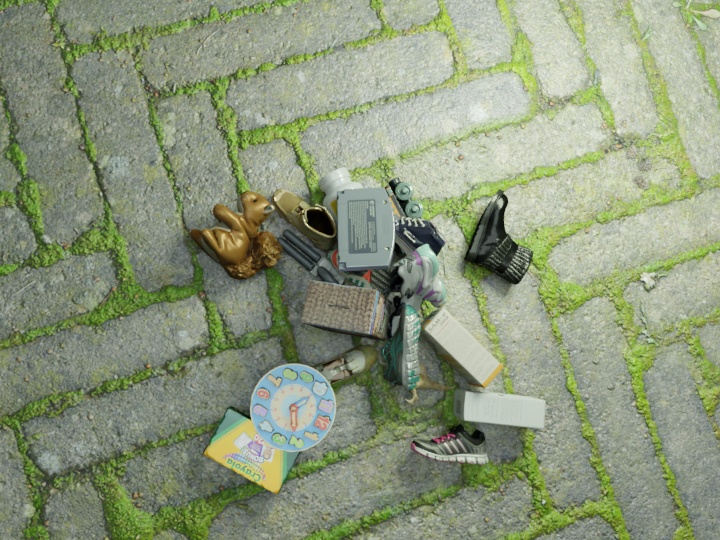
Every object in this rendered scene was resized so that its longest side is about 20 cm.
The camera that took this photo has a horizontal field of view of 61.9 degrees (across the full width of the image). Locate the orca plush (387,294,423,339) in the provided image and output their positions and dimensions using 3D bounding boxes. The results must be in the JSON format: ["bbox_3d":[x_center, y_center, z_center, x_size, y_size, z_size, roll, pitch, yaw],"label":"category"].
[{"bbox_3d":[0.106,0.072,1.486,0.071,0.105,0.201,27,102,35],"label":"orca plush"}]

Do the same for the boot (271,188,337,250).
[{"bbox_3d":[-0.135,-0.137,1.443,0.073,0.155,0.200,-44,89,-9],"label":"boot"}]

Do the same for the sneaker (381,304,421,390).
[{"bbox_3d":[0.090,0.180,1.422,0.091,0.077,0.201,4,91,28],"label":"sneaker"}]

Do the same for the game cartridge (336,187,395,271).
[{"bbox_3d":[0.012,-0.095,1.375,0.132,0.042,0.201,0,68,-2],"label":"game cartridge"}]

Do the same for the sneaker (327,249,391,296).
[{"bbox_3d":[0.000,0.000,1.467,0.200,0.093,0.071,34,79,-43],"label":"sneaker"}]

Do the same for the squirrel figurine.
[{"bbox_3d":[-0.276,-0.087,1.451,0.187,0.141,0.200,-45,103,-20],"label":"squirrel figurine"}]

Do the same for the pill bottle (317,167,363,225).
[{"bbox_3d":[-0.024,-0.146,1.478,0.112,0.112,0.201,-27,87,-9],"label":"pill bottle"}]

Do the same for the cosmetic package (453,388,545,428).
[{"bbox_3d":[0.336,0.335,1.463,0.199,0.102,0.075,6,83,-6],"label":"cosmetic package"}]

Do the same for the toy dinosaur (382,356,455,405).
[{"bbox_3d":[0.137,0.277,1.470,0.199,0.058,0.102,27,80,-2],"label":"toy dinosaur"}]

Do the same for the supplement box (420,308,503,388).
[{"bbox_3d":[0.236,0.187,1.458,0.200,0.126,0.074,44,81,0],"label":"supplement box"}]

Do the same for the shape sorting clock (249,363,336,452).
[{"bbox_3d":[-0.155,0.316,1.386,0.199,0.039,0.201,1,84,-7],"label":"shape sorting clock"}]

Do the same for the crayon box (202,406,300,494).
[{"bbox_3d":[-0.251,0.420,1.409,0.199,0.058,0.119,29,80,-2],"label":"crayon box"}]

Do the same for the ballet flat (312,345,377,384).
[{"bbox_3d":[-0.046,0.237,1.451,0.199,0.071,0.071,-21,85,-9],"label":"ballet flat"}]

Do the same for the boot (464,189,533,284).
[{"bbox_3d":[0.372,-0.085,1.528,0.157,0.079,0.212,22,92,4],"label":"boot"}]

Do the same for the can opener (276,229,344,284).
[{"bbox_3d":[-0.120,-0.028,1.481,0.200,0.066,0.053,39,82,5],"label":"can opener"}]

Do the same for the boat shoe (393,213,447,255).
[{"bbox_3d":[0.118,-0.104,1.428,0.200,0.075,0.093,47,114,-3],"label":"boat shoe"}]

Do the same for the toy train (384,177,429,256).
[{"bbox_3d":[0.105,-0.131,1.510,0.114,0.085,0.201,-28,86,1],"label":"toy train"}]

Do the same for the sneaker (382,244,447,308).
[{"bbox_3d":[0.119,0.036,1.397,0.139,0.201,0.078,-25,42,-3],"label":"sneaker"}]

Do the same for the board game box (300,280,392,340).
[{"bbox_3d":[-0.026,0.095,1.385,0.159,0.200,0.097,8,81,15],"label":"board game box"}]

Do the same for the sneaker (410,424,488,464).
[{"bbox_3d":[0.218,0.415,1.455,0.199,0.074,0.088,9,82,-10],"label":"sneaker"}]
